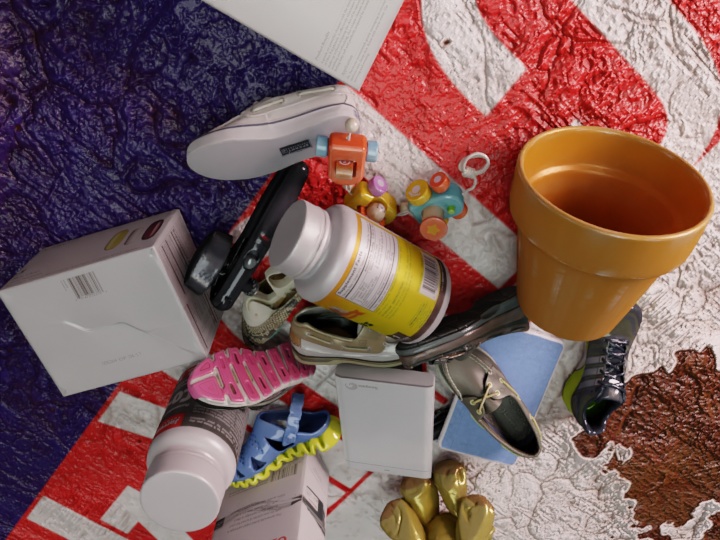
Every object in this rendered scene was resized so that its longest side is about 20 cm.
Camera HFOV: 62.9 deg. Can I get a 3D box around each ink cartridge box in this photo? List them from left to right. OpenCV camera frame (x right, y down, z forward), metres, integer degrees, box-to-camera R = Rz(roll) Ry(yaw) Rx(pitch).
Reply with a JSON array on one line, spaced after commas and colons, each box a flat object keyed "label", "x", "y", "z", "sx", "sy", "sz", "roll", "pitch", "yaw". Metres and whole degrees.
[{"label": "ink cartridge box", "x": -0.126, "y": 0.357, "z": 0.835, "sx": 0.142, "sy": 0.201, "sz": 0.085, "roll": -22, "pitch": 115, "yaw": 11}]

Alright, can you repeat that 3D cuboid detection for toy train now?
[{"label": "toy train", "x": 0.042, "y": -0.089, "z": 0.663, "sx": 0.194, "sy": 0.057, "sz": 0.151, "roll": 7, "pitch": 148, "yaw": -6}]

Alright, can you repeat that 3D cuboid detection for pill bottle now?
[{"label": "pill bottle", "x": -0.210, "y": 0.221, "z": 0.768, "sx": 0.111, "sy": 0.201, "sz": 0.117, "roll": 0, "pitch": 117, "yaw": 0}, {"label": "pill bottle", "x": 0.000, "y": 0.000, "z": 0.659, "sx": 0.197, "sy": 0.110, "sz": 0.110, "roll": 26, "pitch": 114, "yaw": -28}]

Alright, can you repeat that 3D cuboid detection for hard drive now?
[{"label": "hard drive", "x": 0.036, "y": 0.212, "z": 0.812, "sx": 0.128, "sy": 0.027, "sz": 0.204, "roll": 5, "pitch": 129, "yaw": 11}]

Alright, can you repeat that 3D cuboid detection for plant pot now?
[{"label": "plant pot", "x": 0.255, "y": -0.029, "z": 0.664, "sx": 0.194, "sy": 0.203, "sz": 0.186, "roll": 2, "pitch": 132, "yaw": -1}]

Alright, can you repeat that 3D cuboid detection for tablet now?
[{"label": "tablet", "x": 0.197, "y": 0.174, "z": 0.828, "sx": 0.127, "sy": 0.014, "sz": 0.205, "roll": 16, "pitch": 104, "yaw": -11}]

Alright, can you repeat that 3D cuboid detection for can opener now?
[{"label": "can opener", "x": -0.122, "y": -0.043, "z": 0.689, "sx": 0.078, "sy": 0.063, "sz": 0.201, "roll": 35, "pitch": 94, "yaw": -41}]

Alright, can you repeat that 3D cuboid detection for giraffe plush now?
[{"label": "giraffe plush", "x": 0.143, "y": 0.416, "z": 0.904, "sx": 0.170, "sy": 0.203, "sz": 0.163, "roll": -26, "pitch": 143, "yaw": 9}]

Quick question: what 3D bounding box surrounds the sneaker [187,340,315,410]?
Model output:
[{"label": "sneaker", "x": -0.145, "y": 0.145, "z": 0.760, "sx": 0.087, "sy": 0.198, "sz": 0.075, "roll": -40, "pitch": 71, "yaw": 31}]

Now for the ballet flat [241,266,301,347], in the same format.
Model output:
[{"label": "ballet flat", "x": -0.101, "y": 0.019, "z": 0.739, "sx": 0.199, "sy": 0.069, "sz": 0.075, "roll": -42, "pitch": 150, "yaw": 16}]

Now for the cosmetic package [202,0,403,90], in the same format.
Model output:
[{"label": "cosmetic package", "x": -0.063, "y": -0.281, "z": 0.586, "sx": 0.197, "sy": 0.085, "sz": 0.109, "roll": 28, "pitch": 113, "yaw": -12}]

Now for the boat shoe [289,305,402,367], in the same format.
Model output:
[{"label": "boat shoe", "x": 0.006, "y": 0.077, "z": 0.756, "sx": 0.194, "sy": 0.076, "sz": 0.069, "roll": -7, "pitch": 139, "yaw": -4}]

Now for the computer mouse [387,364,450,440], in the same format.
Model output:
[{"label": "computer mouse", "x": 0.063, "y": 0.179, "z": 0.830, "sx": 0.135, "sy": 0.053, "sz": 0.203, "roll": -19, "pitch": 115, "yaw": 10}]

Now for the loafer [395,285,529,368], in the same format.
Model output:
[{"label": "loafer", "x": 0.137, "y": 0.083, "z": 0.733, "sx": 0.196, "sy": 0.072, "sz": 0.064, "roll": -24, "pitch": 102, "yaw": -20}]

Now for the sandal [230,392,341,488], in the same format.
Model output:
[{"label": "sandal", "x": -0.128, "y": 0.240, "z": 0.852, "sx": 0.197, "sy": 0.080, "sz": 0.088, "roll": -29, "pitch": 110, "yaw": 5}]

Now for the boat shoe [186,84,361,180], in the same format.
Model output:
[{"label": "boat shoe", "x": -0.099, "y": -0.160, "z": 0.655, "sx": 0.195, "sy": 0.067, "sz": 0.072, "roll": -17, "pitch": 152, "yaw": 6}]

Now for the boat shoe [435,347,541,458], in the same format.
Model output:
[{"label": "boat shoe", "x": 0.174, "y": 0.171, "z": 0.786, "sx": 0.072, "sy": 0.060, "sz": 0.202, "roll": -41, "pitch": 106, "yaw": 6}]

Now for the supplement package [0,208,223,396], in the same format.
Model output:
[{"label": "supplement package", "x": -0.296, "y": 0.039, "z": 0.728, "sx": 0.195, "sy": 0.112, "sz": 0.159, "roll": -15, "pitch": 116, "yaw": 6}]

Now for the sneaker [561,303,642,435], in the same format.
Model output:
[{"label": "sneaker", "x": 0.335, "y": 0.133, "z": 0.792, "sx": 0.072, "sy": 0.081, "sz": 0.205, "roll": 5, "pitch": 116, "yaw": -3}]
